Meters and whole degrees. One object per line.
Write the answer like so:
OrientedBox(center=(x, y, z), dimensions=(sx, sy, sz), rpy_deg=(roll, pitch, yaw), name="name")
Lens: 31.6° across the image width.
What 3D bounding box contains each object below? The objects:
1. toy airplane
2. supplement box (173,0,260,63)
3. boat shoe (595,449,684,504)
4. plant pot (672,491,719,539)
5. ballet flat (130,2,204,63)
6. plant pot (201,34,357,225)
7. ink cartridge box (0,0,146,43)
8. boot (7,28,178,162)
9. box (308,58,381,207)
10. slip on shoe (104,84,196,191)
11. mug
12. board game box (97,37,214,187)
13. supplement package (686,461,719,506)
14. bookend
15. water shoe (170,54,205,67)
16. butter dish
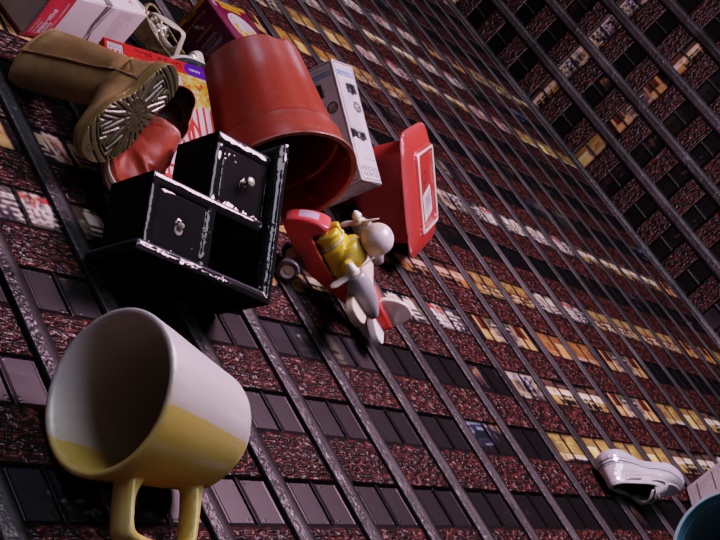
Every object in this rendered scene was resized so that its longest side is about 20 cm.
OrientedBox(center=(0.000, 0.000, 1.712), dimensions=(0.199, 0.141, 0.201), rpy_deg=(16, 35, -54), name="toy airplane")
OrientedBox(center=(-0.197, -0.336, 2.045), dimensions=(0.200, 0.086, 0.110), rpy_deg=(55, 22, 22), name="supplement box")
OrientedBox(center=(0.455, 0.348, 2.061), dimensions=(0.199, 0.074, 0.067), rpy_deg=(19, 46, -33), name="boat shoe")
OrientedBox(center=(0.596, 0.454, 1.963), dimensions=(0.201, 0.200, 0.188), rpy_deg=(57, 8, 29), name="plant pot")
OrientedBox(center=(-0.273, -0.319, 1.897), dimensions=(0.200, 0.071, 0.071), rpy_deg=(49, 21, 9), name="ballet flat")
OrientedBox(center=(-0.125, -0.196, 1.706), dimensions=(0.200, 0.200, 0.196), rpy_deg=(21, 42, -48), name="plant pot")
OrientedBox(center=(-0.409, -0.384, 1.728), dimensions=(0.147, 0.083, 0.200), rpy_deg=(52, 22, 17), name="ink cartridge box")
OrientedBox(center=(-0.336, -0.207, 1.491), dimensions=(0.199, 0.066, 0.175), rpy_deg=(19, 45, 27), name="boot")
OrientedBox(center=(-0.050, -0.207, 1.950), dimensions=(0.060, 0.116, 0.201), rpy_deg=(7, 66, -59), name="box")
OrientedBox(center=(-0.244, -0.151, 1.493), dimensions=(0.074, 0.061, 0.201), rpy_deg=(38, 43, -18), name="slip on shoe")
OrientedBox(center=(-0.184, 0.146, 1.140), dimensions=(0.149, 0.188, 0.153), rpy_deg=(19, -9, 38), name="mug")
OrientedBox(center=(-0.256, -0.182, 1.590), dimensions=(0.151, 0.046, 0.201), rpy_deg=(12, 53, -38), name="board game box")
OrientedBox(center=(0.706, 0.407, 2.226), dimensions=(0.152, 0.200, 0.151), rpy_deg=(41, 21, -13), name="supplement package")
OrientedBox(center=(-0.188, -0.077, 1.427), dimensions=(0.198, 0.092, 0.201), rpy_deg=(27, 62, -43), name="bookend")
OrientedBox(center=(-0.208, -0.236, 1.830), dimensions=(0.200, 0.072, 0.079), rpy_deg=(45, 0, -4), name="water shoe")
OrientedBox(center=(0.040, -0.129, 2.049), dimensions=(0.200, 0.147, 0.201), rpy_deg=(-45, 131, -71), name="butter dish")
